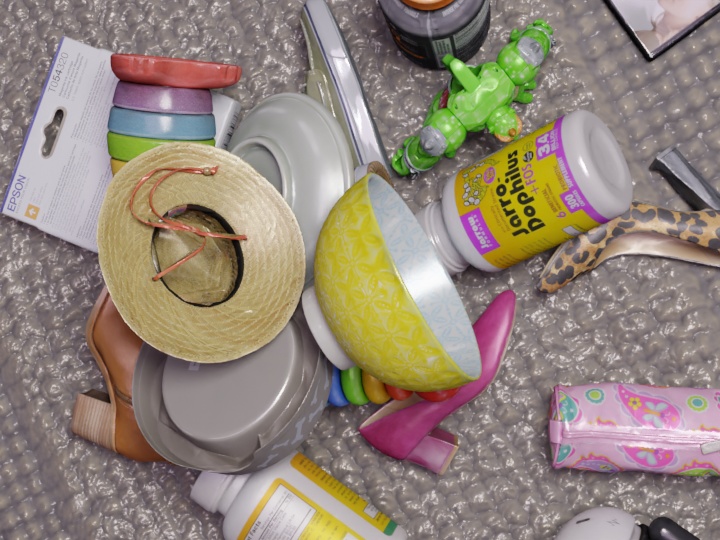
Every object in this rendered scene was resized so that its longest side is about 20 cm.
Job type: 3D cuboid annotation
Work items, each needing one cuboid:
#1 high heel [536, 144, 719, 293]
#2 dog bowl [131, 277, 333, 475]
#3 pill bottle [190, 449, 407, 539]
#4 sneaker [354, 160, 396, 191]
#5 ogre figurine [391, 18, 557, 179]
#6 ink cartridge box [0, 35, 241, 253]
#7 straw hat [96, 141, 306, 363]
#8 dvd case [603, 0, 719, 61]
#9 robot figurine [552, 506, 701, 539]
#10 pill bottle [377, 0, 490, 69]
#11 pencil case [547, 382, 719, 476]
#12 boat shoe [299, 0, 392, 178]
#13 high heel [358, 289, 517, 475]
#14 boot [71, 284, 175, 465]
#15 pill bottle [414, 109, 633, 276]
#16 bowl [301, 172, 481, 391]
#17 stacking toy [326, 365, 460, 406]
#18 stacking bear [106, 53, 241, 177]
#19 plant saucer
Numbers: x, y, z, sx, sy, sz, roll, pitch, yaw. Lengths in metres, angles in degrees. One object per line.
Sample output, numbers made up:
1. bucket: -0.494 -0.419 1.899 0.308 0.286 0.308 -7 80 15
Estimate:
1. high heel: 0.278 -0.009 1.129 0.199 0.071 0.143 -40 77 -5
2. dog bowl: -0.114 0.097 1.096 0.198 0.059 0.202 -13 57 21
3. pill bottle: -0.063 0.244 1.145 0.199 0.113 0.113 34 92 7
4. sneaker: 0.000 0.000 1.171 0.107 0.070 0.202 -13 102 24
5. ogre figurine: 0.110 -0.164 1.131 0.198 0.120 0.099 -23 96 5
6. ink cartridge box: -0.246 -0.115 1.218 0.198 0.043 0.199 22 92 8
7. straw hat: -0.152 -0.010 1.079 0.198 0.085 0.204 5 76 -20
8. dvd case: 0.326 -0.322 1.164 0.199 0.018 0.143 -35 83 4
9. robot figurine: 0.261 0.311 1.094 0.199 0.125 0.151 37 80 7
10. pill bottle: 0.069 -0.260 1.103 0.105 0.200 0.108 0 87 7
11. pencil case: 0.278 0.152 1.120 0.197 0.087 0.089 3 88 8
12. boat shoe: -0.027 -0.173 1.178 0.061 0.072 0.202 -19 88 7
13. high heel: 0.078 0.097 1.157 0.095 0.067 0.202 25 104 -3
14. boot: -0.199 0.096 1.189 0.153 0.074 0.203 14 104 7
15. pill bottle: 0.147 -0.064 1.109 0.199 0.104 0.105 -27 84 33
16. bowl: 0.013 0.028 1.032 0.107 0.200 0.202 -28 85 13
17. stacking toy: 0.005 0.096 1.136 0.197 0.085 0.087 -1 88 20
18. stacking bear: -0.192 -0.102 1.139 0.120 0.113 0.203 -1 102 -30
19. plant saucer: -0.088 -0.073 1.137 0.199 0.050 0.203 -2 87 46
